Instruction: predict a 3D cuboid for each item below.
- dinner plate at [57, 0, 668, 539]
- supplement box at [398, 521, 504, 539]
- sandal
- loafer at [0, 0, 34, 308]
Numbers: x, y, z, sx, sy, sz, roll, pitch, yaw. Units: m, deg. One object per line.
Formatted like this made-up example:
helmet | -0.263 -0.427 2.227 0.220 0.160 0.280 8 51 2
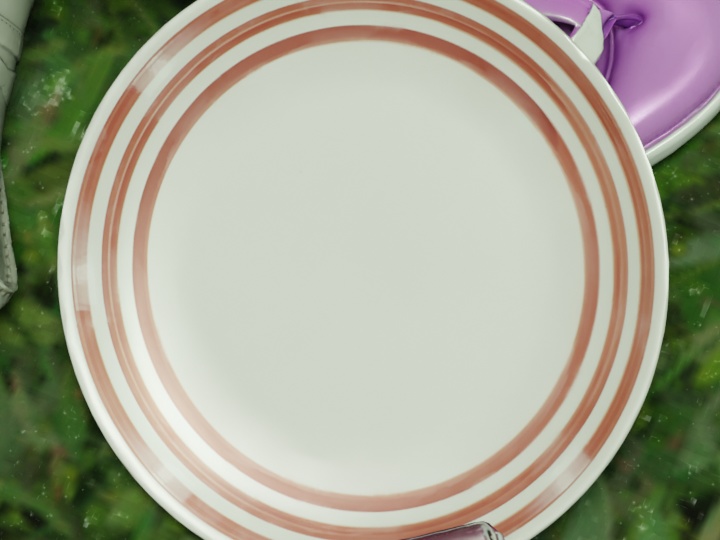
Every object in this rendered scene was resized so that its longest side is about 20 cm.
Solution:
dinner plate | 0.000 0.000 0.799 0.198 0.024 0.202 1 95 11
supplement box | -0.040 0.165 0.739 0.198 0.103 0.132 -12 74 2
sandal | 0.033 -0.060 0.822 0.201 0.050 0.083 -15 75 0
loafer | -0.141 -0.081 0.830 0.069 0.070 0.202 -18 74 8
